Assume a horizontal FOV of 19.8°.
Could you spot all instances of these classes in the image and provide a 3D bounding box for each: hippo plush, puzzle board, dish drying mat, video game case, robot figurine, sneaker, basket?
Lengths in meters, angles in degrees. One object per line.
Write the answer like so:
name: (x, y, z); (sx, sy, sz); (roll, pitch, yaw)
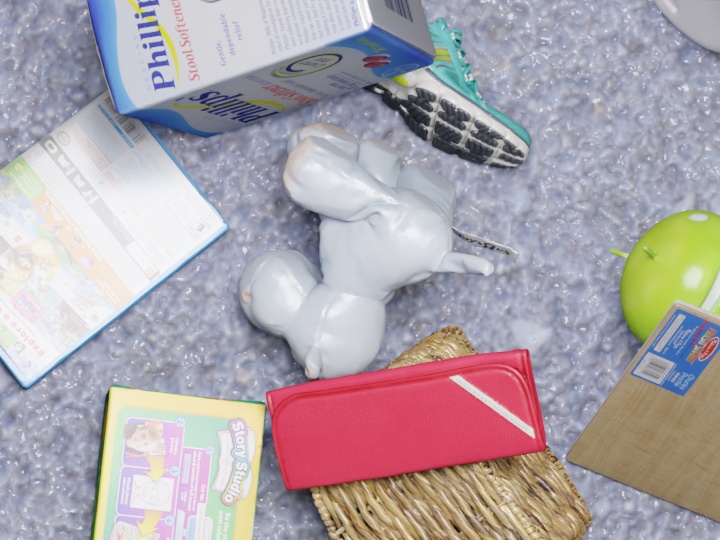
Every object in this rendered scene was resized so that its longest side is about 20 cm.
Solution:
hippo plush: (0.000, 0.000, 1.564); (0.200, 0.159, 0.161); (33, 107, 12)
puzzle board: (0.262, 0.109, 1.557); (0.150, 0.200, 0.017); (22, 45, -5)
dish drying mat: (0.031, 0.107, 1.477); (0.199, 0.018, 0.077); (-11, 97, 18)
video game case: (-0.220, -0.027, 1.571); (0.200, 0.018, 0.143); (-39, 90, -14)
robot figurine: (0.284, 0.031, 1.573); (0.199, 0.175, 0.116); (29, 81, -11)
sneaker: (0.059, -0.158, 1.618); (0.200, 0.078, 0.080); (40, 67, -2)
basket: (0.060, 0.167, 1.566); (0.143, 0.149, 0.200); (-38, 88, 19)

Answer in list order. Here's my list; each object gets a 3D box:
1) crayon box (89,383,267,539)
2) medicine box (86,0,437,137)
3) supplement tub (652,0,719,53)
crayon box: (-0.140, 0.191, 1.527); (0.118, 0.058, 0.201); (8, 79, -9)
medicine box: (-0.069, -0.180, 1.507); (0.199, 0.182, 0.104); (-18, 83, 16)
supplement tub: (0.329, -0.283, 1.650); (0.200, 0.145, 0.145); (-39, 89, -14)
